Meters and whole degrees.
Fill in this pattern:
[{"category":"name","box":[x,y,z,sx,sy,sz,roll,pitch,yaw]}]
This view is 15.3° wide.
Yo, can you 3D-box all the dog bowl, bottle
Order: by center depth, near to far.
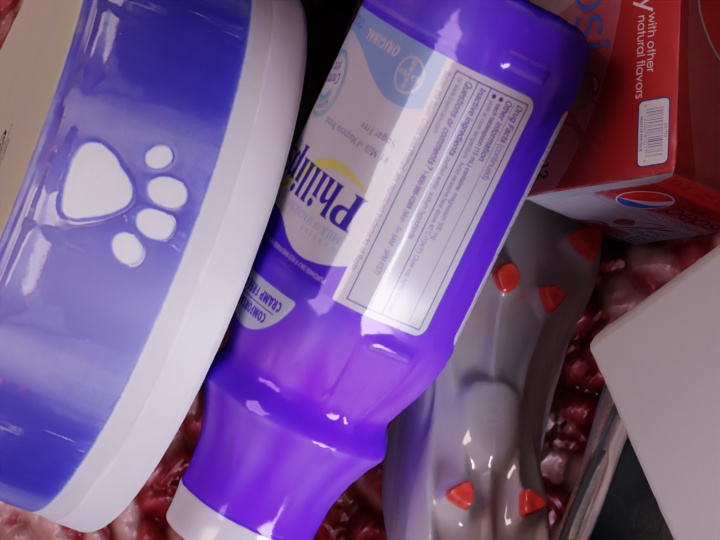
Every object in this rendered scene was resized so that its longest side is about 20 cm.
[{"category":"bottle","box":[0.000,0.000,0.852,0.201,0.065,0.084,-64,27,8]},{"category":"dog bowl","box":[-0.094,-0.018,0.920,0.201,0.078,0.201,-58,18,32]}]

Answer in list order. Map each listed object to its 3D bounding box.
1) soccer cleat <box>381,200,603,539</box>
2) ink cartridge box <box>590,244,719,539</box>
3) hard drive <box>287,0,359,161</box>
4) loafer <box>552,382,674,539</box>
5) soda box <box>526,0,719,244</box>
[{"category":"soccer cleat","box":[0.038,0.036,0.909,0.078,0.069,0.202,136,144,-64]},{"category":"ink cartridge box","box":[0.185,0.012,0.729,0.200,0.146,0.084,-38,57,29]},{"category":"hard drive","box":[-0.063,-0.102,1.057,0.139,0.038,0.201,18,90,43]},{"category":"loafer","box":[0.084,0.097,0.819,0.071,0.063,0.201,10,70,8]},{"category":"soda box","box":[0.101,-0.115,0.891,0.063,0.070,0.202,-8,72,40]}]
